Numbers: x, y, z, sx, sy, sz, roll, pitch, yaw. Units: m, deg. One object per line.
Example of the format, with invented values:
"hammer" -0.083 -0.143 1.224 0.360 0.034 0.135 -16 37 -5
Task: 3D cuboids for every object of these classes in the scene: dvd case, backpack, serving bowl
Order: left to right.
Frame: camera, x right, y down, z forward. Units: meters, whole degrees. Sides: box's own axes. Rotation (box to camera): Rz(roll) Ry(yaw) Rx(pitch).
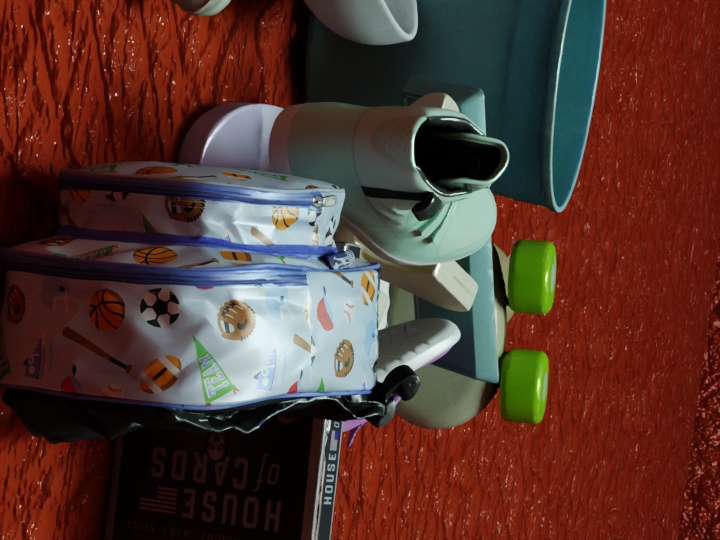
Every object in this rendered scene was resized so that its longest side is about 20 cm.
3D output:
"backpack" -0.094 0.019 1.154 0.190 0.198 0.156 -17 104 -62
"dvd case" -0.075 0.080 1.274 0.025 0.149 0.202 12 83 -57
"serving bowl" -0.026 -0.234 1.424 0.200 0.065 0.202 -18 90 -78

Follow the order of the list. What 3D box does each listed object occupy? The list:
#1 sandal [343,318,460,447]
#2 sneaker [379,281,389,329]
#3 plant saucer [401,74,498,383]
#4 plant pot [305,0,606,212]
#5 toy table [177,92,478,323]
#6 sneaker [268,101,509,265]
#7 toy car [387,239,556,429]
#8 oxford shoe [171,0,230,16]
"sandal" -0.024 0.091 1.421 0.050 0.201 0.082 67 -12 -19
"sneaker" 0.000 0.000 1.598 0.130 0.079 0.200 -58 140 -38
"plant saucer" 0.057 -0.025 1.452 0.019 0.070 0.202 -19 114 -38
"plant pot" 0.065 -0.154 1.571 0.200 0.186 0.202 9 90 -76
"toy table" -0.014 -0.029 1.399 0.199 0.116 0.186 26 75 -50
"sneaker" 0.049 -0.045 1.289 0.200 0.117 0.074 21 77 -51
"toy car" 0.074 0.035 1.727 0.200 0.163 0.159 -18 113 -78
"oxford shoe" -0.089 -0.247 1.283 0.057 0.075 0.202 22 69 -34
